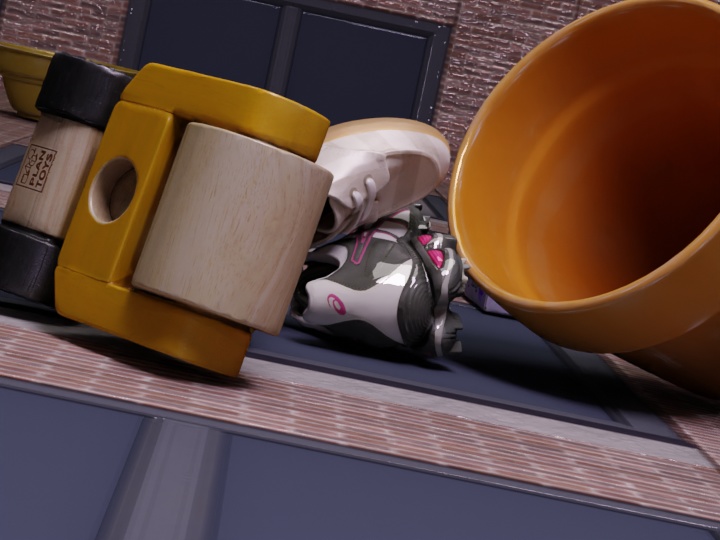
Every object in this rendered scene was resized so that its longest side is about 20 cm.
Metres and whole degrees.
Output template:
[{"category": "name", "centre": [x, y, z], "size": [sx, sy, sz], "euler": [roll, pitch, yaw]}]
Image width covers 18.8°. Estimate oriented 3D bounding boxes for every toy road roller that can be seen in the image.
[{"category": "toy road roller", "centre": [-0.073, -0.020, 1.037], "size": [0.146, 0.123, 0.200], "euler": [22, -4, -43]}]

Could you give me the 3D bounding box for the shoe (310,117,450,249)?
[{"category": "shoe", "centre": [-0.041, -0.029, 1.175], "size": [0.200, 0.070, 0.053], "euler": [-16, 52, -12]}]

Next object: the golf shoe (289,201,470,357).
[{"category": "golf shoe", "centre": [0.000, 0.000, 1.224], "size": [0.088, 0.077, 0.200], "euler": [1, 5, -10]}]

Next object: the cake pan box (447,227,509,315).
[{"category": "cake pan box", "centre": [0.165, 0.011, 1.586], "size": [0.184, 0.052, 0.200], "euler": [9, 6, -9]}]

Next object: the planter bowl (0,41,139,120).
[{"category": "planter bowl", "centre": [-0.366, -0.220, 2.649], "size": [0.200, 0.084, 0.200], "euler": [13, 5, -1]}]

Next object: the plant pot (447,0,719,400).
[{"category": "plant pot", "centre": [0.181, -0.021, 1.222], "size": [0.200, 0.200, 0.183], "euler": [18, -18, 46]}]
